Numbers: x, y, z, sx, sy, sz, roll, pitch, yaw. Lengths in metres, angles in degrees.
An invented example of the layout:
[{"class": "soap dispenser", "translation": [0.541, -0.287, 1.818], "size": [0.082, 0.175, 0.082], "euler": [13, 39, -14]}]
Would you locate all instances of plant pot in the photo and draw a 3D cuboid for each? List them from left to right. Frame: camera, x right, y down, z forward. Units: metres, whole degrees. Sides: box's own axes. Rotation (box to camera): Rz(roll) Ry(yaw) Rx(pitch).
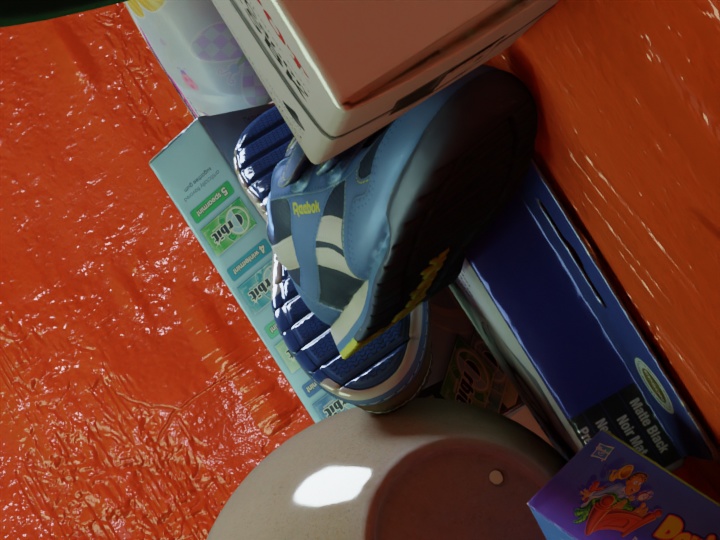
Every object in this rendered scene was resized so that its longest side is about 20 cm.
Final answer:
[{"class": "plant pot", "translation": [0.033, 0.138, 0.948], "size": [0.201, 0.200, 0.135], "euler": [56, 158, 14]}]

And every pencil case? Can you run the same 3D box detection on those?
[{"class": "pencil case", "translation": [-0.091, -0.177, 1.141], "size": [0.083, 0.091, 0.201], "euler": [19, 146, 56]}]

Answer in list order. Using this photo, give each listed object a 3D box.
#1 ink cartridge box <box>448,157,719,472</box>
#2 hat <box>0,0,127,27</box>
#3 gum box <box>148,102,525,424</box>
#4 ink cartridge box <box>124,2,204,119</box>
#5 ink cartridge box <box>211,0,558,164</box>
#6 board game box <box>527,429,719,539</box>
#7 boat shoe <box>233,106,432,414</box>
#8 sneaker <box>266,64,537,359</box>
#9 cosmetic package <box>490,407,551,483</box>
[{"class": "ink cartridge box", "translation": [0.064, 0.001, 0.935], "size": [0.200, 0.040, 0.200], "euler": [57, 176, -3]}, {"class": "hat", "translation": [-0.123, -0.200, 0.857], "size": [0.165, 0.199, 0.177], "euler": [-21, 86, 65]}, {"class": "gum box", "translation": [0.000, 0.004, 1.143], "size": [0.201, 0.044, 0.170], "euler": [56, -151, 8]}, {"class": "ink cartridge box", "translation": [-0.100, -0.148, 1.610], "size": [0.201, 0.075, 0.165], "euler": [57, 178, 12]}, {"class": "ink cartridge box", "translation": [-0.014, -0.117, 0.635], "size": [0.147, 0.083, 0.200], "euler": [58, 177, 0]}, {"class": "board game box", "translation": [0.155, 0.166, 0.870], "size": [0.134, 0.045, 0.200], "euler": [33, 160, 46]}, {"class": "boat shoe", "translation": [0.000, 0.000, 1.007], "size": [0.072, 0.072, 0.201], "euler": [53, -168, -40]}, {"class": "sneaker", "translation": [0.005, -0.033, 0.836], "size": [0.082, 0.074, 0.200], "euler": [54, 156, 9]}, {"class": "cosmetic package", "translation": [0.073, 0.106, 1.353], "size": [0.201, 0.087, 0.103], "euler": [57, 178, -8]}]
